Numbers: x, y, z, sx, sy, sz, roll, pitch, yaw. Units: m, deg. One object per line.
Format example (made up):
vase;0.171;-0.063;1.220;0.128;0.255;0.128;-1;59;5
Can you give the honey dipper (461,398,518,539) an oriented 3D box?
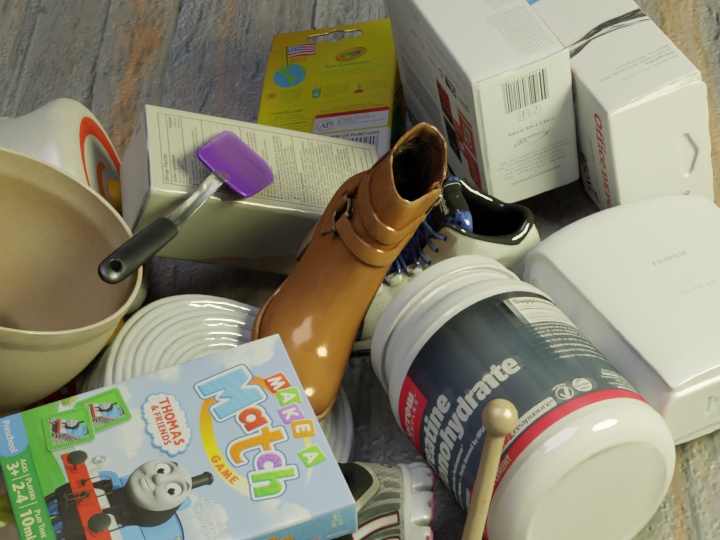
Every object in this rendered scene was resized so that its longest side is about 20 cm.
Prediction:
honey dipper;0.066;0.173;0.990;0.038;0.202;0.038;9;18;-3

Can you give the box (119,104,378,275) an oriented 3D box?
box;-0.085;-0.059;1.265;0.198;0.078;0.096;9;49;-21

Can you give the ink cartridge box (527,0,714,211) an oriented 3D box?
ink cartridge box;0.197;-0.142;1.284;0.084;0.145;0.201;-24;44;-6

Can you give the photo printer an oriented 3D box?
photo printer;0.225;0.023;1.151;0.165;0.070;0.200;-17;42;-21

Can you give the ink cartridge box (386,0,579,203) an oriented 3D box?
ink cartridge box;0.098;-0.150;1.305;0.083;0.177;0.201;-20;45;-8

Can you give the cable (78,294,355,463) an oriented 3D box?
cable;-0.100;0.108;1.128;0.199;0.069;0.201;27;42;-7

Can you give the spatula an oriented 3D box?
spatula;-0.127;-0.044;1.160;0.056;0.021;0.200;40;47;3

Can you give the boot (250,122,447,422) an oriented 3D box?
boot;0.000;0.000;1.120;0.076;0.155;0.201;34;45;-12

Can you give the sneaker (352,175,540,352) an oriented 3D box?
sneaker;0.052;-0.015;1.227;0.197;0.116;0.081;-13;43;6

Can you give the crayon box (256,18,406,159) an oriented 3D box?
crayon box;-0.024;-0.139;1.419;0.126;0.051;0.201;-5;46;12

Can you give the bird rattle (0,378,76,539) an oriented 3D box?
bird rattle;-0.223;0.158;1.162;0.162;0.114;0.200;4;36;31

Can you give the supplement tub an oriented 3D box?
supplement tub;0.105;0.096;1.084;0.139;0.141;0.200;-29;45;-12

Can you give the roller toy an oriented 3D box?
roller toy;-0.251;-0.037;1.290;0.138;0.183;0.201;-18;42;6

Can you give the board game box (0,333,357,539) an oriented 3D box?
board game box;-0.120;0.129;1.006;0.198;0.037;0.152;-16;47;-14

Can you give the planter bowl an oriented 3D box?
planter bowl;-0.269;0.023;1.128;0.198;0.135;0.201;20;34;-14

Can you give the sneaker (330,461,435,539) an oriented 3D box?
sneaker;-0.001;0.195;1.014;0.087;0.074;0.201;12;39;-6
